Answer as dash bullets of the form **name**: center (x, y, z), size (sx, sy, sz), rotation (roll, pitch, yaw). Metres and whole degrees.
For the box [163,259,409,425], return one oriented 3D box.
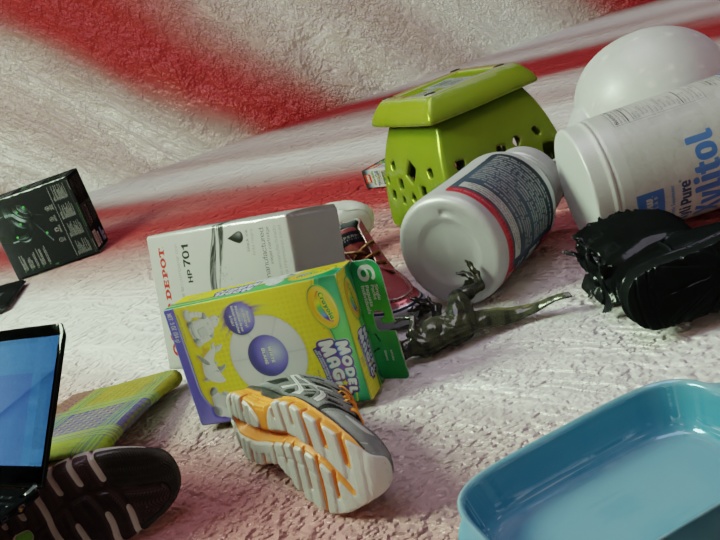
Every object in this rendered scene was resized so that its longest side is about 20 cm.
- **box**: center (-0.064, 0.065, 0.728), size (0.198, 0.118, 0.048), rotation (-13, 12, 19)

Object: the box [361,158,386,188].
- **box**: center (0.108, -0.203, 1.492), size (0.110, 0.035, 0.200), rotation (0, 26, 47)

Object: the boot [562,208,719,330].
- **boot**: center (0.283, -0.018, 0.702), size (0.197, 0.074, 0.163), rotation (-18, 14, 5)

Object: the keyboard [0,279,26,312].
- **keyboard**: center (-0.712, 0.064, 1.573), size (0.126, 0.021, 0.200), rotation (-15, 16, -7)

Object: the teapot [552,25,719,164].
- **teapot**: center (0.354, -0.175, 0.976), size (0.200, 0.196, 0.147), rotation (-39, 40, 42)

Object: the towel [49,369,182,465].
- **towel**: center (-0.267, 0.149, 0.805), size (0.142, 0.023, 0.200), rotation (-14, 10, 12)

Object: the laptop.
- **laptop**: center (-0.318, 0.133, 0.592), size (0.176, 0.104, 0.200), rotation (-9, 17, 35)

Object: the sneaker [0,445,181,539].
- **sneaker**: center (-0.239, 0.175, 0.656), size (0.199, 0.076, 0.116), rotation (-22, 15, -6)

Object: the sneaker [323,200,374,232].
- **sneaker**: center (-0.060, -0.020, 1.077), size (0.199, 0.078, 0.099), rotation (-32, 26, -9)

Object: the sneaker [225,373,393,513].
- **sneaker**: center (-0.031, 0.115, 0.619), size (0.077, 0.079, 0.199), rotation (-18, 16, -29)

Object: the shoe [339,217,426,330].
- **shoe**: center (0.000, 0.000, 0.899), size (0.071, 0.092, 0.200), rotation (-25, 18, -19)

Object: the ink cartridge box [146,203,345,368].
- **ink cartridge box**: center (-0.111, 0.021, 0.839), size (0.199, 0.148, 0.086), rotation (-6, 6, 35)

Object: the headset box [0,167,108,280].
- **headset box**: center (-0.665, -0.096, 1.745), size (0.199, 0.175, 0.093), rotation (-20, 18, 1)

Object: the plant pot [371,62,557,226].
- **plant pot**: center (0.140, -0.168, 1.112), size (0.198, 0.183, 0.200), rotation (-25, 18, -19)

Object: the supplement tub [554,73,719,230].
- **supplement tub**: center (0.315, -0.115, 0.851), size (0.198, 0.133, 0.132), rotation (-19, 17, 2)

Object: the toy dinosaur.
- **toy dinosaur**: center (0.088, 0.039, 0.771), size (0.198, 0.048, 0.088), rotation (-19, 32, 0)

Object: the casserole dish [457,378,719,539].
- **casserole dish**: center (0.149, 0.124, 0.463), size (0.199, 0.039, 0.121), rotation (-25, 18, -14)

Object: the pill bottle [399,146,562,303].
- **pill bottle**: center (0.140, -0.059, 0.886), size (0.119, 0.120, 0.200), rotation (-4, 22, 39)
